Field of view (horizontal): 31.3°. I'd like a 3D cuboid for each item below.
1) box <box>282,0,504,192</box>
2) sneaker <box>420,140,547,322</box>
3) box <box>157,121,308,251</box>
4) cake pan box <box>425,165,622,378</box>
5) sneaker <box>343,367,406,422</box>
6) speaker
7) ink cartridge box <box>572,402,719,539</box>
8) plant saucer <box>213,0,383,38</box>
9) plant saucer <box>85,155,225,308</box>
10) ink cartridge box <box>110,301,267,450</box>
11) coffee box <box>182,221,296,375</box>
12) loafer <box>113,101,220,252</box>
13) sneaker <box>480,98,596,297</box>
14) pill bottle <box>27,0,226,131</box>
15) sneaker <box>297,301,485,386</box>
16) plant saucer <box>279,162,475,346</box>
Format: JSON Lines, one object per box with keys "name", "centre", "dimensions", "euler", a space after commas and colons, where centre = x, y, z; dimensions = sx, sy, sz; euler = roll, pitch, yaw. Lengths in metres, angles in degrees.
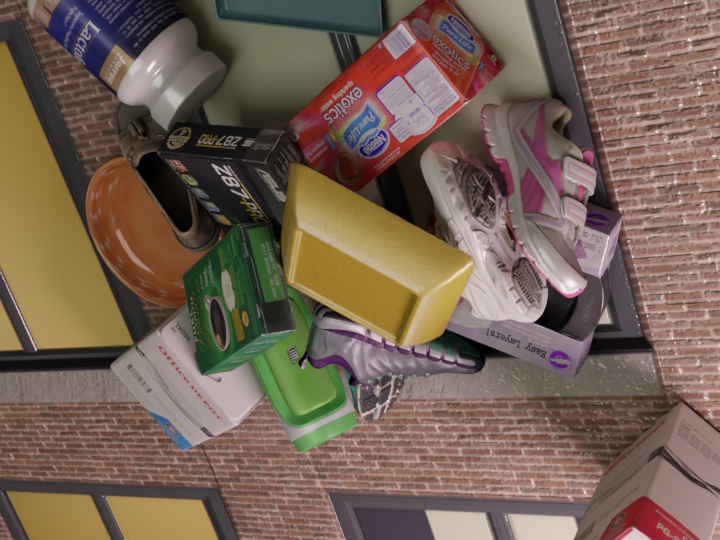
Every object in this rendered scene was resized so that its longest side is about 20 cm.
{"name": "box", "centre": [0.030, -0.168, 1.258], "dimensions": [0.100, 0.095, 0.200], "euler": [50, 132, -4]}
{"name": "sneaker", "centre": [0.098, -0.028, 1.254], "dimensions": [0.099, 0.078, 0.201], "euler": [-16, 108, 41]}
{"name": "box", "centre": [-0.100, -0.073, 1.364], "dimensions": [0.160, 0.049, 0.200], "euler": [8, 148, 37]}
{"name": "cake pan box", "centre": [0.159, -0.002, 1.313], "dimensions": [0.199, 0.052, 0.185], "euler": [22, 130, 18]}
{"name": "sneaker", "centre": [-0.001, 0.076, 1.460], "dimensions": [0.079, 0.077, 0.202], "euler": [16, 124, 48]}
{"name": "speaker", "centre": [-0.079, 0.101, 1.469], "dimensions": [0.088, 0.088, 0.201], "euler": [-32, 80, 41]}
{"name": "ink cartridge box", "centre": [0.287, 0.250, 1.291], "dimensions": [0.084, 0.200, 0.145], "euler": [38, 131, 1]}
{"name": "plant saucer", "centre": [-0.064, -0.280, 1.299], "dimensions": [0.198, 0.019, 0.071], "euler": [12, 124, 27]}
{"name": "plant saucer", "centre": [-0.239, -0.050, 1.538], "dimensions": [0.198, 0.037, 0.202], "euler": [15, 124, 23]}
{"name": "ink cartridge box", "centre": [-0.203, 0.125, 1.557], "dimensions": [0.145, 0.084, 0.200], "euler": [50, 150, -6]}
{"name": "coffee box", "centre": [-0.135, 0.033, 1.389], "dimensions": [0.200, 0.044, 0.124], "euler": [-36, 65, 60]}
{"name": "loafer", "centre": [-0.219, -0.115, 1.430], "dimensions": [0.072, 0.063, 0.201], "euler": [-32, 77, 5]}
{"name": "sneaker", "centre": [0.180, -0.076, 1.196], "dimensions": [0.088, 0.081, 0.202], "euler": [-20, 78, 17]}
{"name": "pill bottle", "centre": [-0.245, -0.249, 1.366], "dimensions": [0.200, 0.116, 0.116], "euler": [42, 131, 2]}
{"name": "sneaker", "centre": [0.034, 0.091, 1.392], "dimensions": [0.198, 0.075, 0.088], "euler": [17, 114, -13]}
{"name": "plant saucer", "centre": [0.000, 0.000, 1.269], "dimensions": [0.199, 0.049, 0.200], "euler": [29, 156, 6]}
